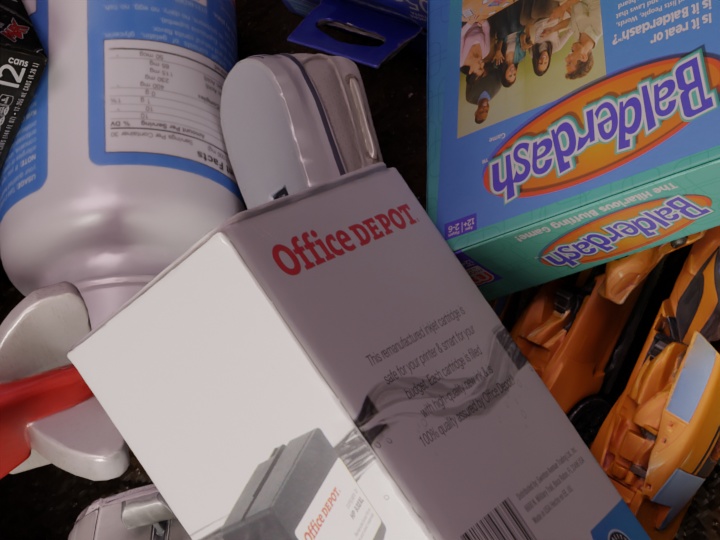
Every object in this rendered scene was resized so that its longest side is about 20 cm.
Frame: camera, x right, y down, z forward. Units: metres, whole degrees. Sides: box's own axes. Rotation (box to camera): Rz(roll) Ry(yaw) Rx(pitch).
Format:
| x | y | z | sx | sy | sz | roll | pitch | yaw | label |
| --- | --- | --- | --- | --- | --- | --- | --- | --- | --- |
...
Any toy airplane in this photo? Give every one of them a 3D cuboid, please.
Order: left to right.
| x | y | z | sx | sy | sz | roll | pitch | yaw | label |
| --- | --- | --- | --- | --- | --- | --- | --- | --- | --- |
| -0.190 | 0.060 | 0.787 | 0.200 | 0.141 | 0.199 | -3 | 44 | 33 | toy airplane |

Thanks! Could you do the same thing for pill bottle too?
| x | y | z | sx | sy | sz | roll | pitch | yaw | label |
| --- | --- | --- | --- | --- | --- | --- | --- | --- | --- |
| -0.107 | -0.045 | 0.935 | 0.112 | 0.112 | 0.200 | -11 | 64 | 15 | pill bottle |

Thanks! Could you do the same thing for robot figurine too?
| x | y | z | sx | sy | sz | roll | pitch | yaw | label |
| --- | --- | --- | --- | --- | --- | --- | --- | --- | --- |
| 0.112 | 0.012 | 0.822 | 0.145 | 0.058 | 0.200 | 29 | 99 | 45 | robot figurine |

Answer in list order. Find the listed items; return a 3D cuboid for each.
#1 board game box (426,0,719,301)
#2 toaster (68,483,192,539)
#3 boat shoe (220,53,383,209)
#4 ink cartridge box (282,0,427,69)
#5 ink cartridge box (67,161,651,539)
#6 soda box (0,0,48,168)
| x | y | z | sx | sy | sz | roll | pitch | yaw | label |
| --- | --- | --- | --- | --- | --- | --- | --- | --- | --- |
| 0.096 | -0.103 | 0.809 | 0.152 | 0.045 | 0.200 | -19 | 57 | 35 | board game box |
| -0.044 | 0.167 | 0.788 | 0.113 | 0.200 | 0.129 | -14 | 46 | 14 | toaster |
| 0.000 | 0.000 | 0.898 | 0.071 | 0.070 | 0.200 | -29 | 75 | 52 | boat shoe |
| 0.038 | -0.176 | 0.963 | 0.136 | 0.076 | 0.200 | 20 | 77 | 26 | ink cartridge box |
| 0.012 | 0.074 | 0.730 | 0.084 | 0.145 | 0.200 | -37 | 84 | 26 | ink cartridge box |
| -0.210 | -0.036 | 0.931 | 0.200 | 0.063 | 0.071 | -62 | 34 | 25 | soda box |
